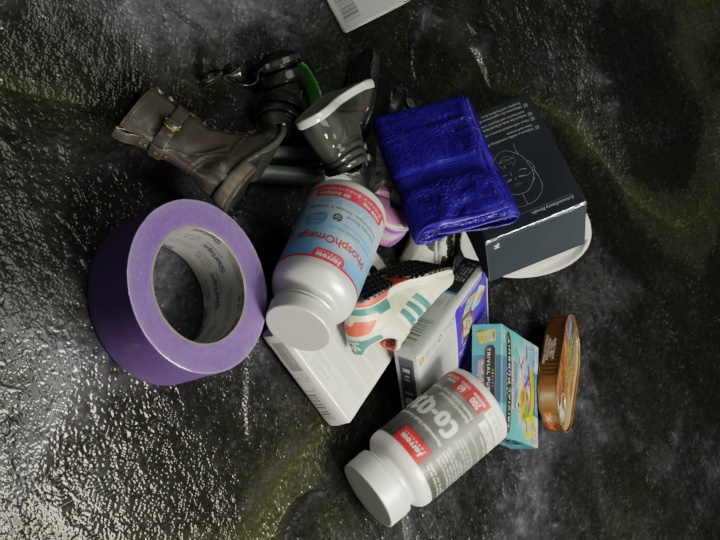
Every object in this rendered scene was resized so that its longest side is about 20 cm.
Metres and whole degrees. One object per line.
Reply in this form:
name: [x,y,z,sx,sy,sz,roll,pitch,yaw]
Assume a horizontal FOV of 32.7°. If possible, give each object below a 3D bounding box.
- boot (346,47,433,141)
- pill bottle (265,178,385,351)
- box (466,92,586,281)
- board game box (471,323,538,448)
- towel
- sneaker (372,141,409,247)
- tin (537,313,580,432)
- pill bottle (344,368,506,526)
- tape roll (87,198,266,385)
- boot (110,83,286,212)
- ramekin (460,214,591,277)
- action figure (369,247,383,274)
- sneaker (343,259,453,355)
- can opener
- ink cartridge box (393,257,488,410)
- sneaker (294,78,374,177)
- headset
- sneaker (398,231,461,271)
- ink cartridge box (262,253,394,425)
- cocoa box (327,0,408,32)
boot: [0.057,-0.200,1.772,0.199,0.065,0.167,38,55,-37]
pill bottle: [-0.044,-0.006,1.490,0.109,0.108,0.202,44,47,-27]
box: [0.203,-0.115,1.674,0.108,0.146,0.202,74,-5,-59]
board game box: [0.209,0.170,1.757,0.200,0.046,0.154,29,60,-64]
towel: [0.110,-0.137,1.599,0.145,0.050,0.202,-13,59,-12]
sneaker: [0.046,-0.113,1.666,0.079,0.089,0.202,17,50,-6]
tin: [0.307,0.158,1.894,0.202,0.041,0.113,-72,146,-43]
pill bottle: [0.083,0.229,1.582,0.199,0.114,0.115,-37,105,-20]
tape roll: [-0.208,0.026,1.411,0.198,0.084,0.204,17,65,-42]
boot: [-0.191,-0.169,1.477,0.173,0.070,0.200,35,34,-1]
ramekin: [0.243,-0.082,1.833,0.201,0.201,0.096,30,46,-35]
action figure: [0.000,0.000,1.657,0.200,0.054,0.120,41,49,-34]
sneaker: [0.048,0.050,1.598,0.198,0.070,0.095,-21,116,-46]
can opener: [-0.072,-0.132,1.623,0.197,0.066,0.054,1,75,-37]
ink cartridge box: [0.119,0.119,1.704,0.199,0.043,0.202,-50,146,-35]
sneaker: [-0.018,-0.184,1.615,0.100,0.070,0.200,65,29,-14]
headset: [-0.118,-0.231,1.609,0.199,0.093,0.126,19,64,-57]
sneaker: [0.094,0.014,1.744,0.074,0.079,0.204,12,84,-66]
ink cartridge box: [-0.021,0.073,1.594,0.162,0.050,0.201,55,50,-24]
cocoa box: [0.007,-0.471,1.747,0.131,0.132,0.202,-43,108,-44]
